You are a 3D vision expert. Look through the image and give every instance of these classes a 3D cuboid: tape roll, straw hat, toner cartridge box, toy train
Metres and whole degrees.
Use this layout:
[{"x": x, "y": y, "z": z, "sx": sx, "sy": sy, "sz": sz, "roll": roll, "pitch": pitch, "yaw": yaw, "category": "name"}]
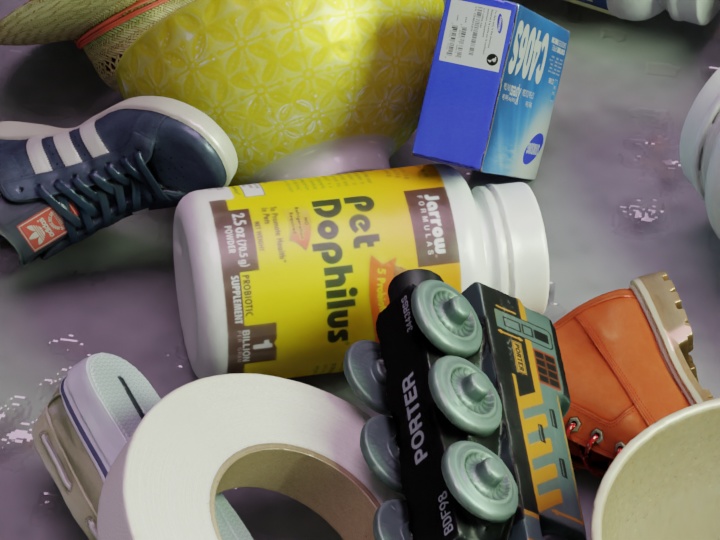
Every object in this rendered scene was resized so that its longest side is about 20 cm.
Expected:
[{"x": -0.034, "y": 0.141, "z": 1.422, "sx": 0.202, "sy": 0.037, "sz": 0.204, "roll": 19, "pitch": 42, "yaw": -18, "category": "tape roll"}, {"x": -0.127, "y": -0.144, "z": 1.735, "sx": 0.200, "sy": 0.201, "sz": 0.086, "roll": -26, "pitch": 91, "yaw": -28, "category": "straw hat"}, {"x": 0.077, "y": -0.104, "z": 1.629, "sx": 0.043, "sy": 0.096, "sz": 0.200, "roll": 15, "pitch": 4, "yaw": 12, "category": "toner cartridge box"}, {"x": 0.061, "y": 0.089, "z": 1.455, "sx": 0.113, "sy": 0.085, "sz": 0.201, "roll": 22, "pitch": 41, "yaw": -32, "category": "toy train"}]

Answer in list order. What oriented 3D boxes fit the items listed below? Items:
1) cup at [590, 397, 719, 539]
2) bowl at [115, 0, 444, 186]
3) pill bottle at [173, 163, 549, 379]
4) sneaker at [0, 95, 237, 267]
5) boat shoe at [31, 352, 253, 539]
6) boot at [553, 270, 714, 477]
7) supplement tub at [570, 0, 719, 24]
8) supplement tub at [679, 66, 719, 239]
[{"x": 0.205, "y": 0.180, "z": 1.372, "sx": 0.199, "sy": 0.144, "sz": 0.201, "roll": 1, "pitch": 42, "yaw": -1, "category": "cup"}, {"x": -0.033, "y": -0.091, "z": 1.646, "sx": 0.199, "sy": 0.200, "sz": 0.108, "roll": -13, "pitch": 74, "yaw": -17, "category": "bowl"}, {"x": 0.000, "y": 0.000, "z": 1.578, "sx": 0.198, "sy": 0.110, "sz": 0.110, "roll": -7, "pitch": 44, "yaw": -10, "category": "pill bottle"}, {"x": -0.160, "y": -0.043, "z": 1.610, "sx": 0.199, "sy": 0.075, "sz": 0.085, "roll": -8, "pitch": 36, "yaw": 38, "category": "sneaker"}, {"x": -0.105, "y": 0.137, "z": 1.462, "sx": 0.072, "sy": 0.062, "sz": 0.201, "roll": 5, "pitch": 48, "yaw": -49, "category": "boat shoe"}, {"x": 0.145, "y": 0.094, "z": 1.525, "sx": 0.106, "sy": 0.075, "sz": 0.201, "roll": -16, "pitch": 44, "yaw": -3, "category": "boot"}, {"x": 0.145, "y": -0.245, "z": 1.814, "sx": 0.199, "sy": 0.146, "sz": 0.145, "roll": 19, "pitch": 45, "yaw": 17, "category": "supplement tub"}, {"x": 0.286, "y": -0.035, "z": 1.606, "sx": 0.144, "sy": 0.146, "sz": 0.200, "roll": -20, "pitch": 47, "yaw": -23, "category": "supplement tub"}]
